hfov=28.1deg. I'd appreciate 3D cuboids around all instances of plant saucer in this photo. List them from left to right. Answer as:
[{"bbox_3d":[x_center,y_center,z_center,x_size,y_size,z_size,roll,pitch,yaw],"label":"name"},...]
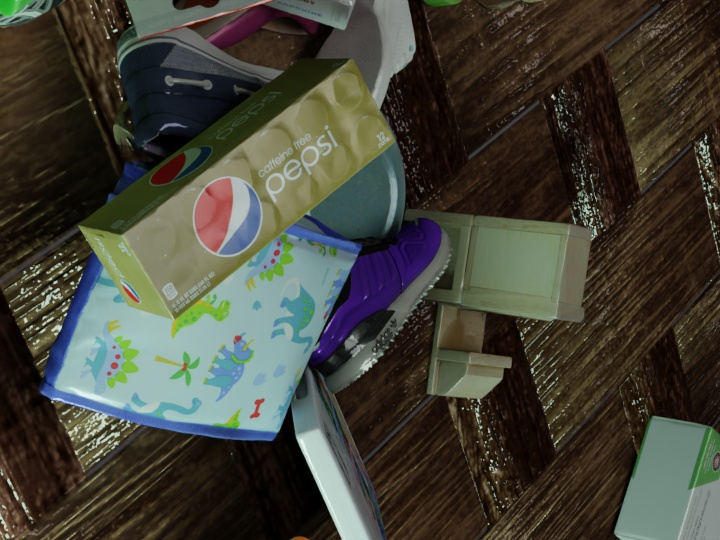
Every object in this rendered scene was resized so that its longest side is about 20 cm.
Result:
[{"bbox_3d":[-0.018,-0.063,1.210,0.201,0.039,0.202,-6,98,-46],"label":"plant saucer"}]

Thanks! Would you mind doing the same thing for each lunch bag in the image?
[{"bbox_3d":[-0.123,0.020,1.019,0.200,0.127,0.170,12,102,-55],"label":"lunch bag"}]

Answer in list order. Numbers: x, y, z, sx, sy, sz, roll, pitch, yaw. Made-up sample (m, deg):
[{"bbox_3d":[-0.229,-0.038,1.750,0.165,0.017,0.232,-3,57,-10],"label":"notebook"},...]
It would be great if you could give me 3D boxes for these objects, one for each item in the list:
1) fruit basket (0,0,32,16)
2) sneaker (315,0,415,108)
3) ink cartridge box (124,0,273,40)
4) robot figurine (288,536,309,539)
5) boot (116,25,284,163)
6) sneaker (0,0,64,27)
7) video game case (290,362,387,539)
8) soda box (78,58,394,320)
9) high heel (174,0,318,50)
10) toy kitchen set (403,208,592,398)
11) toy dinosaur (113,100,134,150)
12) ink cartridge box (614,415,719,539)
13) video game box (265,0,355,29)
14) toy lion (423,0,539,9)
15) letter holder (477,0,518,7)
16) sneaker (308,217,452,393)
[{"bbox_3d":[-0.224,-0.274,0.858,0.215,0.155,0.216,22,51,-30],"label":"fruit basket"},{"bbox_3d":[0.013,-0.180,1.194,0.088,0.075,0.200,39,54,-50],"label":"sneaker"},{"bbox_3d":[-0.133,-0.243,0.961,0.109,0.050,0.200,-19,76,-14],"label":"ink cartridge box"},{"bbox_3d":[-0.076,0.274,1.125,0.200,0.144,0.117,22,62,-46],"label":"robot figurine"},{"bbox_3d":[-0.088,-0.098,1.016,0.200,0.073,0.091,17,53,-44],"label":"boot"},{"bbox_3d":[-0.239,-0.190,0.931,0.200,0.077,0.078,-34,116,-42],"label":"sneaker"},{"bbox_3d":[-0.016,0.160,1.157,0.024,0.182,0.200,-21,116,2],"label":"video game case"},{"bbox_3d":[-0.076,-0.057,0.923,0.200,0.064,0.068,-41,117,-25],"label":"soda box"},{"bbox_3d":[-0.078,-0.182,1.091,0.200,0.067,0.096,-49,142,-44],"label":"high heel"},{"bbox_3d":[0.153,0.044,1.302,0.200,0.180,0.164,10,88,-49],"label":"toy kitchen set"},{"bbox_3d":[-0.144,-0.137,1.069,0.200,0.058,0.101,57,38,-29],"label":"toy dinosaur"},{"bbox_3d":[0.389,0.274,1.650,0.200,0.084,0.145,37,67,-43],"label":"ink cartridge box"},{"bbox_3d":[-0.069,-0.290,1.035,0.182,0.047,0.200,18,70,-5],"label":"video game box"},{"bbox_3d":[0.098,-0.332,1.299,0.191,0.069,0.201,15,82,-39],"label":"toy lion"},{"bbox_3d":[0.092,-0.314,1.180,0.200,0.142,0.101,27,78,-31],"label":"letter holder"},{"bbox_3d":[0.000,0.000,1.158,0.100,0.070,0.200,45,44,-9],"label":"sneaker"}]
